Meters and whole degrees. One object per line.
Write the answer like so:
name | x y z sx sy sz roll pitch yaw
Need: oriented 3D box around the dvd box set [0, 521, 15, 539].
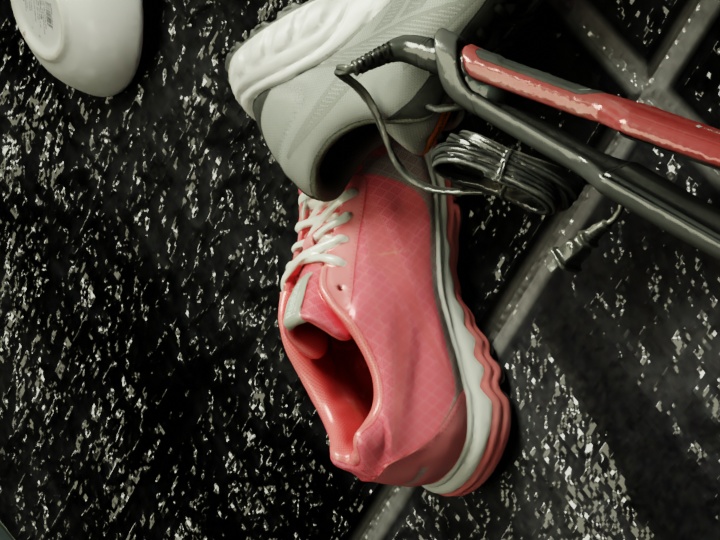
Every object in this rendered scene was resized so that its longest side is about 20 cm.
dvd box set | -0.264 0.203 1.285 0.146 0.029 0.201 40 119 40

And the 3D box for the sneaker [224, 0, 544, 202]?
sneaker | 0.038 -0.099 0.914 0.200 0.074 0.080 -33 71 27

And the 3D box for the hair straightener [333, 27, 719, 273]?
hair straightener | 0.077 -0.035 0.855 0.199 0.041 0.077 21 109 16

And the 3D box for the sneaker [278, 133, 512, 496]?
sneaker | 0.000 0.000 0.957 0.074 0.086 0.201 -35 64 41

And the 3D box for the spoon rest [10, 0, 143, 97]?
spoon rest | -0.141 -0.179 1.120 0.099 0.060 0.201 37 139 37
